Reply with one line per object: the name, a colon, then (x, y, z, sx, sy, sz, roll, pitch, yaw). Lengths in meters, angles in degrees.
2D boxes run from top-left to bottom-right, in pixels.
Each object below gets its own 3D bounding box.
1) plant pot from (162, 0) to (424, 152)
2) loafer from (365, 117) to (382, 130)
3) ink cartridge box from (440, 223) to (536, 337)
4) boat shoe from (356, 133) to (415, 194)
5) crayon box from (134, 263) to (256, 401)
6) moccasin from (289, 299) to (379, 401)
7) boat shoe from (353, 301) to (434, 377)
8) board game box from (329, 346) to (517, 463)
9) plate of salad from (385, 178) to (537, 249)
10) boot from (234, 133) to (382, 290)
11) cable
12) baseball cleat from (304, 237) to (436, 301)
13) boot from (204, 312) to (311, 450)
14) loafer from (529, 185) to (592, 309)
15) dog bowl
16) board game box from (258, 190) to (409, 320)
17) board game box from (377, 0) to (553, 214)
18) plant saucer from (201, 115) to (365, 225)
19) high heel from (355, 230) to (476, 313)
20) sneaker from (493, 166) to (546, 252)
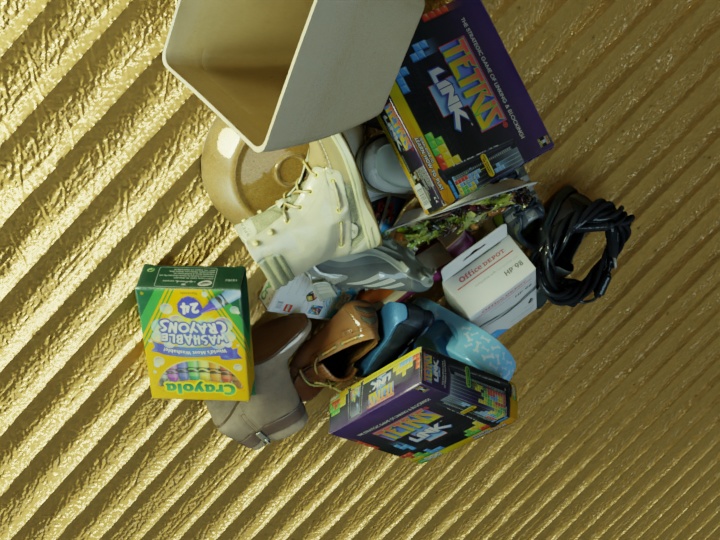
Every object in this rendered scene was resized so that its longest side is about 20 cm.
plant pot: (-0.054, -0.250, 1.076, 0.176, 0.200, 0.202, -3, 126, -43)
loafer: (0.079, -0.186, 1.290, 0.198, 0.071, 0.074, -4, 126, -31)
ink cartridge box: (0.181, 0.028, 1.482, 0.115, 0.067, 0.200, -35, 157, -5)
boat shoe: (0.074, -0.126, 1.300, 0.199, 0.068, 0.076, -3, 97, -52)
crayon box: (-0.195, 0.090, 1.291, 0.124, 0.052, 0.202, 1, 126, 3)
moccasin: (-0.034, 0.122, 1.425, 0.073, 0.079, 0.201, 8, 141, -39)
boat shoe: (0.042, 0.103, 1.431, 0.068, 0.085, 0.200, 5, 161, -17)
board game box: (0.080, 0.182, 1.394, 0.164, 0.057, 0.199, 21, 143, -29)
plate of salad: (0.127, -0.070, 1.322, 0.198, 0.200, 0.049, -17, 90, -22)
boot: (-0.072, -0.082, 1.195, 0.153, 0.072, 0.202, -24, 124, -2)
cable: (0.317, -0.024, 1.497, 0.199, 0.051, 0.164, 20, 110, -51)
baseball cleat: (0.000, 0.000, 1.347, 0.199, 0.070, 0.107, 24, 121, -36)
boot: (-0.114, 0.153, 1.408, 0.198, 0.071, 0.147, -28, 122, 17)
loafer: (0.289, -0.022, 1.557, 0.071, 0.063, 0.202, -20, 134, -44)
dog bowl: (0.131, 0.103, 1.469, 0.050, 0.199, 0.112, -47, 141, -16)
board game box: (-0.034, -0.030, 1.362, 0.125, 0.035, 0.202, 11, 117, -39)
board game box: (0.103, -0.190, 1.207, 0.164, 0.057, 0.202, -29, 92, -21)
plant saucer: (-0.083, -0.122, 1.230, 0.197, 0.036, 0.203, -10, 123, -16)
high heel: (0.072, 0.010, 1.457, 0.200, 0.067, 0.096, -41, 152, 0)
sneaker: (0.210, -0.104, 1.435, 0.074, 0.081, 0.201, -37, 136, -3)
